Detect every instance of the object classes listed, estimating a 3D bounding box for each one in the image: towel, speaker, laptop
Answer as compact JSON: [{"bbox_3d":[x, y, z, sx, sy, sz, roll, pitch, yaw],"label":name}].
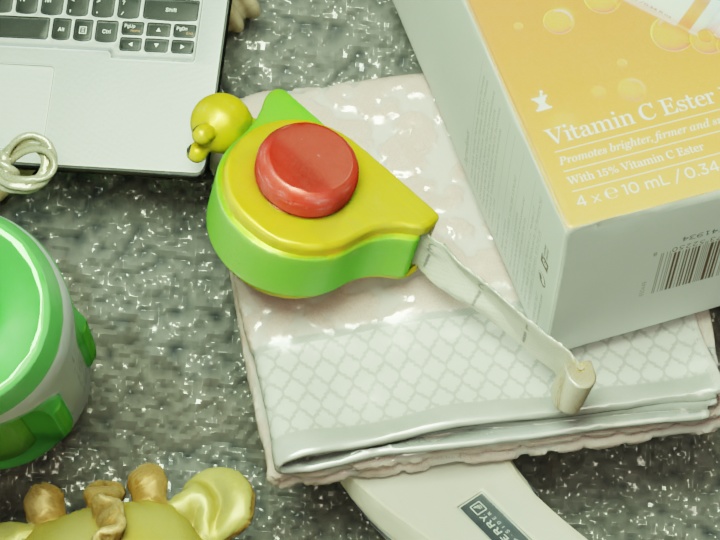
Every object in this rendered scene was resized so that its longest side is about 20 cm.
[{"bbox_3d":[0.042,-0.007,1.021,0.199,0.032,0.192,-8,59,-6],"label":"towel"},{"bbox_3d":[-0.151,0.030,0.946,0.088,0.200,0.089,1,80,-3],"label":"speaker"},{"bbox_3d":[-0.153,-0.153,1.000,0.186,0.116,0.201,4,77,13],"label":"laptop"}]

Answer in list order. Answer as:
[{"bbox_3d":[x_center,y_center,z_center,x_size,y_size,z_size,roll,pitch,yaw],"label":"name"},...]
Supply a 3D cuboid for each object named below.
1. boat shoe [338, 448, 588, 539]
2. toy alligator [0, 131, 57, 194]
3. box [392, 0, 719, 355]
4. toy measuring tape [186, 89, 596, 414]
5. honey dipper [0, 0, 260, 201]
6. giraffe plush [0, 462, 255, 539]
[{"bbox_3d":[0.043,0.119,1.012,0.074,0.093,0.200,-25,52,-20],"label":"boat shoe"},{"bbox_3d":[-0.221,-0.041,1.017,0.199,0.054,0.060,3,76,5],"label":"toy alligator"},{"bbox_3d":[0.101,-0.085,0.995,0.124,0.098,0.200,-15,60,-11],"label":"box"},{"bbox_3d":[0.000,0.000,0.960,0.200,0.074,0.074,42,80,16],"label":"toy measuring tape"},{"bbox_3d":[-0.128,-0.061,1.048,0.200,0.038,0.038,-43,85,-7],"label":"honey dipper"},{"bbox_3d":[-0.098,0.168,0.958,0.172,0.200,0.163,3,51,-33],"label":"giraffe plush"}]
